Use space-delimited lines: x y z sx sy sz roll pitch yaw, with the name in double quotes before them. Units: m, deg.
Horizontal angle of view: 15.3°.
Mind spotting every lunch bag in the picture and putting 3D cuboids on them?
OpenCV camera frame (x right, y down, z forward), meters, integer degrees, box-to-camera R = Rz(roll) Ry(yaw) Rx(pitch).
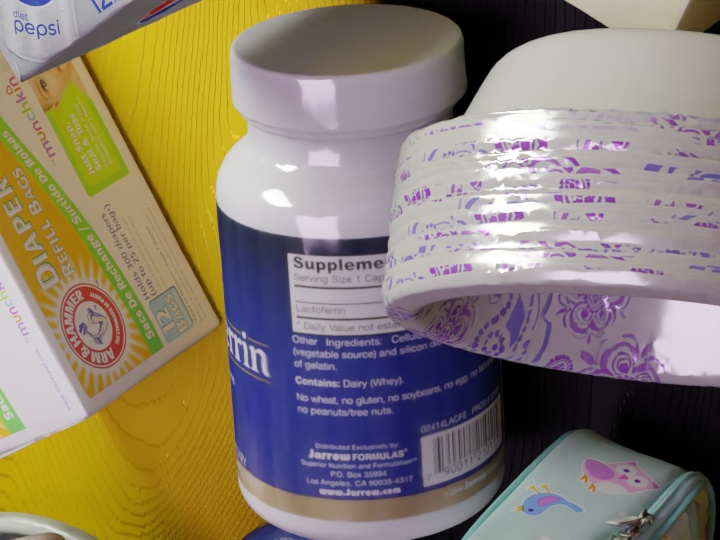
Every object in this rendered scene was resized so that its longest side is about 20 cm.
"lunch bag" 0.085 0.172 1.097 0.077 0.160 0.201 23 127 28

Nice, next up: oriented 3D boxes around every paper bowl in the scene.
"paper bowl" 0.111 -0.023 0.976 0.200 0.200 0.105 2 79 31

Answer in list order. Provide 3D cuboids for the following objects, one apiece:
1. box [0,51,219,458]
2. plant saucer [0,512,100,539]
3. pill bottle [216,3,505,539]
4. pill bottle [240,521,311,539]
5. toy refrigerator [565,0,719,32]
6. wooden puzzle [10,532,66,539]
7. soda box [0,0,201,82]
"box" -0.170 -0.026 1.195 0.101 0.112 0.201 -23 99 37
"plant saucer" -0.138 0.203 1.315 0.199 0.050 0.201 13 116 27
"pill bottle" 0.000 0.000 1.098 0.115 0.116 0.201 9 114 29
"pill bottle" -0.055 0.190 1.162 0.111 0.200 0.112 13 117 27
"toy refrigerator" 0.133 -0.184 0.958 0.070 0.076 0.201 34 125 15
"wooden puzzle" -0.209 0.224 1.266 0.184 0.046 0.201 -12 111 -5
"soda box" -0.068 -0.139 1.024 0.068 0.200 0.064 -30 92 37
